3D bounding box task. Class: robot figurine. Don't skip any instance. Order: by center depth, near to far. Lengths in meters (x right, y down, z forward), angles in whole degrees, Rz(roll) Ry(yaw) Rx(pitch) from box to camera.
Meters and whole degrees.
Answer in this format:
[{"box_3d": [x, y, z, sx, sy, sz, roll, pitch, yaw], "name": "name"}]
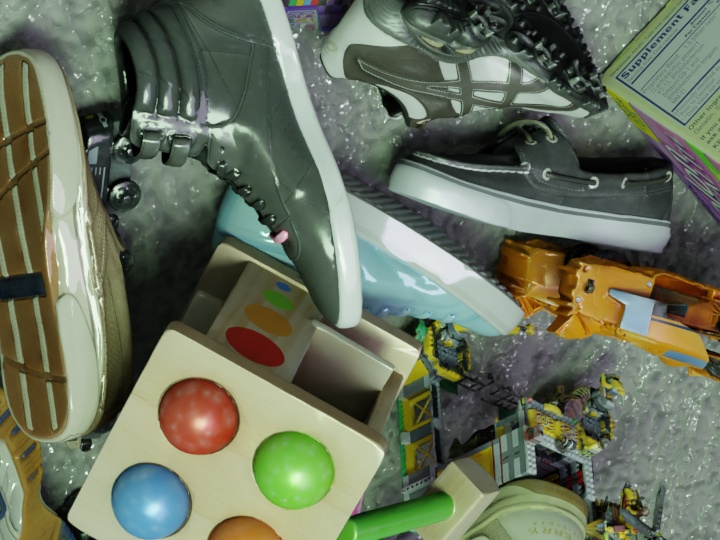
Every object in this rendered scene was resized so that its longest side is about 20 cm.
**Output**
[{"box_3d": [0.184, 0.030, 1.451, 0.199, 0.145, 0.059, 17, 92, -25], "name": "robot figurine"}]

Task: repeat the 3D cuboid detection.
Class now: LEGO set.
[{"box_3d": [0.113, 0.099, 1.426, 0.115, 0.155, 0.199, -28, 132, 37], "name": "LEGO set"}]

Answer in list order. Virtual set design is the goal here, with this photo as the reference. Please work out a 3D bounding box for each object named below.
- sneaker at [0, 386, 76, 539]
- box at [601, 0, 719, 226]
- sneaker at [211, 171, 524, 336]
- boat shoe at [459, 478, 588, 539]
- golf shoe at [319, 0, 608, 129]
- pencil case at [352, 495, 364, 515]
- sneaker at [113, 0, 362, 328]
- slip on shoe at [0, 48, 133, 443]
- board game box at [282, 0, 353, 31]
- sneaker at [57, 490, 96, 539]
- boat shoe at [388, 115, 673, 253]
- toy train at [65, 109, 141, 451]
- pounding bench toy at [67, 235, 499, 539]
[{"box_3d": [-0.209, 0.143, 1.319, 0.075, 0.088, 0.202, -38, 128, -48], "name": "sneaker"}, {"box_3d": [0.263, -0.057, 1.404, 0.097, 0.200, 0.176, -46, 129, 0], "name": "box"}, {"box_3d": [0.000, 0.000, 1.371, 0.199, 0.074, 0.082, 30, 101, -25], "name": "sneaker"}, {"box_3d": [0.060, 0.191, 1.380, 0.073, 0.063, 0.201, 26, 137, -21], "name": "boat shoe"}, {"box_3d": [0.057, -0.119, 1.345, 0.094, 0.078, 0.199, -33, 147, 30], "name": "golf shoe"}, {"box_3d": [-0.033, 0.137, 1.416, 0.087, 0.087, 0.202, -7, 119, -27], "name": "pencil case"}, {"box_3d": [-0.067, -0.055, 1.257, 0.099, 0.071, 0.202, -20, 94, -13], "name": "sneaker"}, {"box_3d": [-0.153, -0.014, 1.254, 0.060, 0.076, 0.202, -14, 98, -47], "name": "slip on shoe"}, {"box_3d": [0.009, -0.215, 1.272, 0.200, 0.039, 0.158, -41, 129, -4], "name": "board game box"}, {"box_3d": [-0.149, 0.188, 1.401, 0.200, 0.077, 0.080, -52, 149, 9], "name": "sneaker"}, {"box_3d": [0.105, -0.056, 1.404, 0.199, 0.070, 0.067, 10, 96, -31], "name": "boat shoe"}, {"box_3d": [-0.148, 0.009, 1.311, 0.045, 0.034, 0.202, -4, 117, -24], "name": "toy train"}, {"box_3d": [-0.026, 0.104, 1.265, 0.199, 0.156, 0.125, 29, 112, -2], "name": "pounding bench toy"}]
